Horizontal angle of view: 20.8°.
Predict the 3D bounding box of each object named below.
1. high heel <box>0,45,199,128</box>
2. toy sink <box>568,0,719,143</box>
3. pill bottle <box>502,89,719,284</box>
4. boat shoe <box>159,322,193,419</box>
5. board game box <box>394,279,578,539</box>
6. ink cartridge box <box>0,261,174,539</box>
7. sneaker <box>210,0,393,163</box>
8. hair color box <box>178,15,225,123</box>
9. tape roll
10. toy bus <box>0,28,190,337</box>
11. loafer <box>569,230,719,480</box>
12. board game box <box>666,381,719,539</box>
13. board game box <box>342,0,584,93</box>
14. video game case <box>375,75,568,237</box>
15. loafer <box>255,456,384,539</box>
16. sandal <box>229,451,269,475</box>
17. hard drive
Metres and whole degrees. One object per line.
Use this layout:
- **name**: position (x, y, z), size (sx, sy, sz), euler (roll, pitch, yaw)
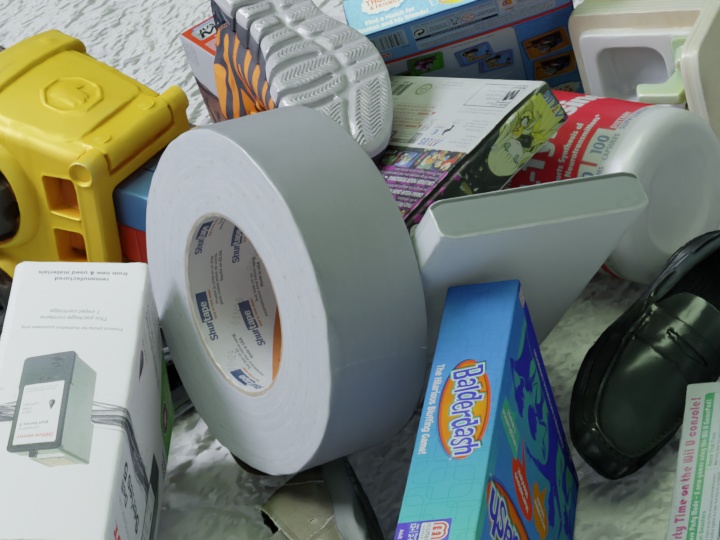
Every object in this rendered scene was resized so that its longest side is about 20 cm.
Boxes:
- **high heel**: position (-0.224, -0.133, 1.550), size (0.199, 0.143, 0.072), euler (-6, 36, 21)
- **toy sink**: position (0.219, -0.147, 1.349), size (0.111, 0.131, 0.200), euler (1, 40, 29)
- **pill bottle**: position (0.130, -0.061, 1.286), size (0.199, 0.113, 0.112), euler (14, 46, 44)
- **boat shoe**: position (-0.177, 0.095, 1.276), size (0.199, 0.072, 0.068), euler (-27, 32, -22)
- **board game box**: position (0.070, 0.126, 1.020), size (0.045, 0.153, 0.200), euler (-7, 36, 18)
- **ink cartridge box**: position (-0.164, 0.116, 1.124), size (0.083, 0.146, 0.201), euler (1, 48, 3)
- **sneaker**: position (-0.038, -0.113, 1.288), size (0.077, 0.112, 0.200), euler (-18, 52, -18)
- **hair color box**: position (-0.053, -0.117, 1.468), size (0.064, 0.111, 0.200), euler (-31, 34, -16)
- **tape roll**: position (-0.046, 0.011, 1.106), size (0.066, 0.201, 0.200), euler (-16, 28, -30)
- **toy bus**: position (-0.158, -0.030, 1.258), size (0.191, 0.201, 0.136), euler (19, 43, 26)
- **loafer**: position (0.183, 0.041, 1.144), size (0.201, 0.068, 0.070), euler (-51, 5, -40)
- **board game box**: position (0.263, 0.120, 1.006), size (0.199, 0.065, 0.148), euler (-5, 36, 20)
- **board game box**: position (0.080, -0.153, 1.382), size (0.150, 0.200, 0.037), euler (-17, 67, 5)
- **video game case**: position (0.012, -0.053, 1.238), size (0.181, 0.036, 0.200), euler (-46, 25, -18)
- **loafer**: position (-0.017, 0.176, 1.079), size (0.069, 0.075, 0.200), euler (-25, 24, 3)
- **sandal**: position (0.001, 0.047, 1.241), size (0.211, 0.078, 0.070), euler (-31, 30, -5)
- **hard drive**: position (0.067, 0.016, 1.124), size (0.131, 0.200, 0.026), euler (-10, 62, -25)
